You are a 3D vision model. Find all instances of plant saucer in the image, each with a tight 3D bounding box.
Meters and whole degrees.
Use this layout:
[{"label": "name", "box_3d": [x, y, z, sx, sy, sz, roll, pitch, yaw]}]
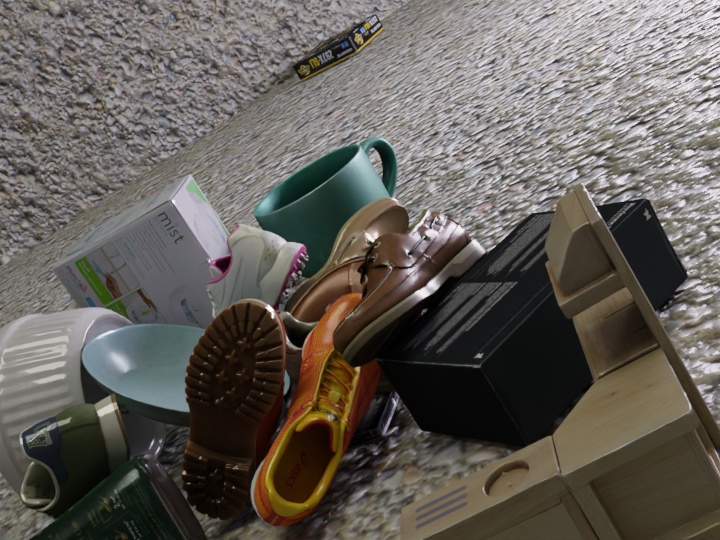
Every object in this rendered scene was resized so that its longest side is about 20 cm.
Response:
[{"label": "plant saucer", "box_3d": [-0.167, 0.107, 1.082, 0.198, 0.039, 0.201, 11, 18, -3]}]

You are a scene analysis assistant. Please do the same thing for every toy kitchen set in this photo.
[{"label": "toy kitchen set", "box_3d": [0.100, 0.070, 0.684, 0.179, 0.164, 0.200, -29, 17, 13]}]

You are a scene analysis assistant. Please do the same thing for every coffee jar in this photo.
[{"label": "coffee jar", "box_3d": [-0.224, 0.241, 0.893, 0.199, 0.105, 0.085, -33, -6, -3]}]

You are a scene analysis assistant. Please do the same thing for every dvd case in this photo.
[{"label": "dvd case", "box_3d": [-0.044, 0.129, 1.027, 0.198, 0.016, 0.149, -23, 21, 28]}]

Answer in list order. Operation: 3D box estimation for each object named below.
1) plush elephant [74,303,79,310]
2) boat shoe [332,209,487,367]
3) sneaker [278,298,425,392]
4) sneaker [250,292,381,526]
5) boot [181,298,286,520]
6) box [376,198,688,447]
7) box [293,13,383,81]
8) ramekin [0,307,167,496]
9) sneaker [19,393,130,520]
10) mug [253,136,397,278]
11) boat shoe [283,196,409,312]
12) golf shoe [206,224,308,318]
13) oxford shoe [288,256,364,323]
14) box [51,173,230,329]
[{"label": "plush elephant", "box_3d": [-0.362, 0.106, 1.405, 0.153, 0.166, 0.201, -10, 39, -11]}, {"label": "boat shoe", "box_3d": [0.026, 0.010, 0.909, 0.072, 0.068, 0.200, -50, -9, 35]}, {"label": "sneaker", "box_3d": [0.002, 0.059, 0.981, 0.198, 0.076, 0.071, -16, 24, 37]}, {"label": "sneaker", "box_3d": [-0.022, 0.107, 0.889, 0.077, 0.072, 0.202, -44, 24, 63]}, {"label": "boot", "box_3d": [-0.094, 0.094, 0.926, 0.107, 0.074, 0.202, -57, -15, -57]}, {"label": "box", "box_3d": [0.131, 0.036, 0.866, 0.200, 0.079, 0.141, -41, 15, -25]}, {"label": "box", "box_3d": [-0.056, -0.562, 2.858, 0.199, 0.050, 0.160, -20, 19, 37]}, {"label": "ramekin", "box_3d": [-0.279, 0.133, 1.144, 0.104, 0.202, 0.201, -16, 22, 19]}, {"label": "sneaker", "box_3d": [-0.244, 0.179, 0.961, 0.089, 0.201, 0.068, -13, 54, -21]}, {"label": "mug", "box_3d": [-0.023, -0.070, 1.361, 0.184, 0.115, 0.152, -31, 17, 4]}, {"label": "boat shoe", "box_3d": [0.000, 0.000, 1.222, 0.064, 0.071, 0.201, 0, 47, 52]}, {"label": "golf shoe", "box_3d": [-0.130, 0.033, 1.215, 0.201, 0.091, 0.075, -60, 2, 31]}, {"label": "oxford shoe", "box_3d": [0.009, 0.026, 1.128, 0.199, 0.072, 0.071, -33, 22, -2]}, {"label": "box", "box_3d": [-0.223, 0.023, 1.322, 0.175, 0.201, 0.097, -28, 17, 17]}]
